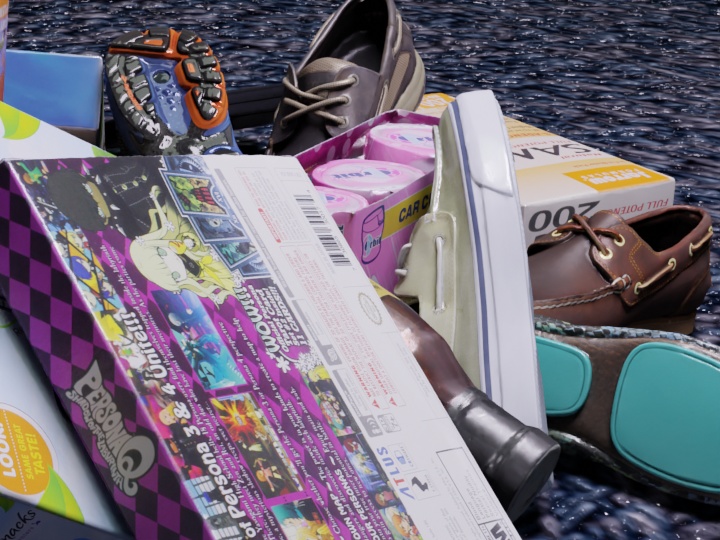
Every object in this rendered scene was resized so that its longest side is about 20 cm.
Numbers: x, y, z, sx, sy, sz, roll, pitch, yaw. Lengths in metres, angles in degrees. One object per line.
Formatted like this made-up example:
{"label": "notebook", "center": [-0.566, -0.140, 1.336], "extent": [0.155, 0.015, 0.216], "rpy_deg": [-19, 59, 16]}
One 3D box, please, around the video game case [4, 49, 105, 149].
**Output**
{"label": "video game case", "center": [-0.241, -0.082, 1.257], "extent": [0.198, 0.046, 0.181], "rpy_deg": [4, -12, -5]}

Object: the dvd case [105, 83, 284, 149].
{"label": "dvd case", "center": [-0.079, -0.097, 1.402], "extent": [0.142, 0.018, 0.200], "rpy_deg": [-11, 3, -29]}

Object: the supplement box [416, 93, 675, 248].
{"label": "supplement box", "center": [0.065, -0.040, 1.312], "extent": [0.125, 0.074, 0.199], "rpy_deg": [-11, 25, -41]}

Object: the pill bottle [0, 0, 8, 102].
{"label": "pill bottle", "center": [-0.219, -0.047, 1.034], "extent": [0.111, 0.202, 0.112], "rpy_deg": [6, 18, -2]}

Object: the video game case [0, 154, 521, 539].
{"label": "video game case", "center": [-0.036, 0.046, 0.841], "extent": [0.181, 0.036, 0.201], "rpy_deg": [-5, 61, -58]}

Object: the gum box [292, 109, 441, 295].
{"label": "gum box", "center": [0.000, 0.000, 1.103], "extent": [0.066, 0.114, 0.200], "rpy_deg": [13, 19, 21]}

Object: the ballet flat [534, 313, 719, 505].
{"label": "ballet flat", "center": [0.121, 0.059, 1.051], "extent": [0.199, 0.075, 0.074], "rpy_deg": [19, 21, 24]}

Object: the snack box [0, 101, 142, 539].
{"label": "snack box", "center": [-0.111, 0.032, 0.847], "extent": [0.142, 0.053, 0.201], "rpy_deg": [24, 36, -36]}

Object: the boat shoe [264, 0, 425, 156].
{"label": "boat shoe", "center": [-0.021, -0.083, 1.241], "extent": [0.074, 0.074, 0.201], "rpy_deg": [0, 39, 19]}

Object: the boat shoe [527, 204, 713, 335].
{"label": "boat shoe", "center": [0.120, 0.001, 1.183], "extent": [0.070, 0.071, 0.199], "rpy_deg": [26, 21, 29]}

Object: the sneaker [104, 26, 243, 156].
{"label": "sneaker", "center": [-0.082, -0.031, 1.166], "extent": [0.075, 0.079, 0.201], "rpy_deg": [-9, 55, -6]}

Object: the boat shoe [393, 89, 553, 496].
{"label": "boat shoe", "center": [0.045, 0.008, 1.018], "extent": [0.062, 0.072, 0.201], "rpy_deg": [-7, 60, 5]}

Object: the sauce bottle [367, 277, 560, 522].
{"label": "sauce bottle", "center": [-0.007, 0.035, 0.962], "extent": [0.200, 0.066, 0.066], "rpy_deg": [37, 28, 17]}
